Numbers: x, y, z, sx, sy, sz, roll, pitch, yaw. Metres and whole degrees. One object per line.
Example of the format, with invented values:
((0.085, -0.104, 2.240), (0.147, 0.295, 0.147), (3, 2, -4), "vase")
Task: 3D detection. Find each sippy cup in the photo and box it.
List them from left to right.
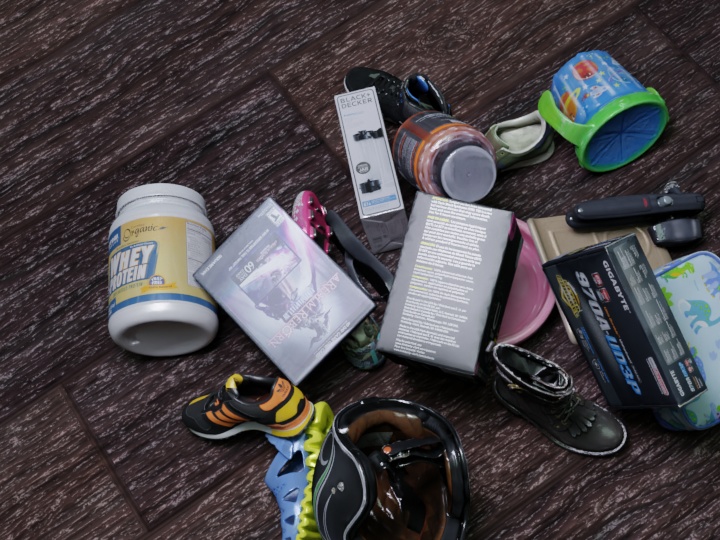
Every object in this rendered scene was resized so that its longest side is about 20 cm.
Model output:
((0.332, -0.228, 1.593), (0.140, 0.178, 0.131), (-37, 57, 16), "sippy cup")

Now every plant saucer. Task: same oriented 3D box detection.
((0.163, 0.019, 1.541), (0.200, 0.051, 0.201), (-3, 65, 6), "plant saucer")

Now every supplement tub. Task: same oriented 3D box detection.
((-0.265, 0.000, 1.553), (0.144, 0.145, 0.201), (-8, 64, 4), "supplement tub")
((0.111, -0.141, 1.481), (0.107, 0.200, 0.107), (-3, 106, -10), "supplement tub")

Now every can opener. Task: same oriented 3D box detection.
((0.363, -0.077, 1.508), (0.199, 0.063, 0.079), (1, 60, -21), "can opener")

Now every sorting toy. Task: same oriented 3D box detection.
((0.325, 0.007, 1.507), (0.199, 0.036, 0.186), (-5, 62, -21), "sorting toy")

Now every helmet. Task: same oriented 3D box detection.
((0.034, 0.268, 1.363), (0.199, 0.191, 0.200), (3, 24, -1), "helmet")

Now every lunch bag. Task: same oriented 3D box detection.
((0.411, 0.087, 1.425), (0.160, 0.082, 0.200), (-26, 86, -17), "lunch bag")

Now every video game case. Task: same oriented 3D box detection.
((-0.097, 0.025, 1.457), (0.143, 0.019, 0.200), (-45, 75, 2), "video game case")

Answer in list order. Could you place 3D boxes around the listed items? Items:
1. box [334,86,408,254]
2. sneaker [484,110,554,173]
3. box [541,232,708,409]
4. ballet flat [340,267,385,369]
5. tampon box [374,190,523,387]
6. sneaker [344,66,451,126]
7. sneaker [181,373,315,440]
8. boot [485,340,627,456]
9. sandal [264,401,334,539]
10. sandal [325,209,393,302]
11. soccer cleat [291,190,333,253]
((0.018, -0.139, 1.598), (0.060, 0.117, 0.200), (-14, 63, 3), "box")
((0.176, -0.165, 1.604), (0.200, 0.090, 0.067), (-23, 65, -4), "sneaker")
((0.305, 0.064, 1.355), (0.046, 0.159, 0.200), (-26, 92, -19), "box")
((-0.029, 0.042, 1.546), (0.074, 0.074, 0.200), (-35, 65, -9), "ballet flat")
((0.113, 0.026, 1.422), (0.126, 0.150, 0.201), (14, 83, 14), "tampon box")
((0.056, -0.258, 1.651), (0.200, 0.112, 0.073), (36, 73, 21), "sneaker")
((-0.156, 0.161, 1.462), (0.200, 0.090, 0.070), (-4, 44, 33), "sneaker")
((0.236, 0.156, 1.390), (0.200, 0.174, 0.069), (26, 77, 10), "boot")
((-0.080, 0.265, 1.449), (0.087, 0.080, 0.200), (-6, 59, 19), "sandal")
((0.000, 0.000, 1.563), (0.043, 0.076, 0.200), (-35, 55, -10), "sandal")
((-0.079, -0.005, 1.504), (0.086, 0.070, 0.201), (-16, 70, 21), "soccer cleat")
